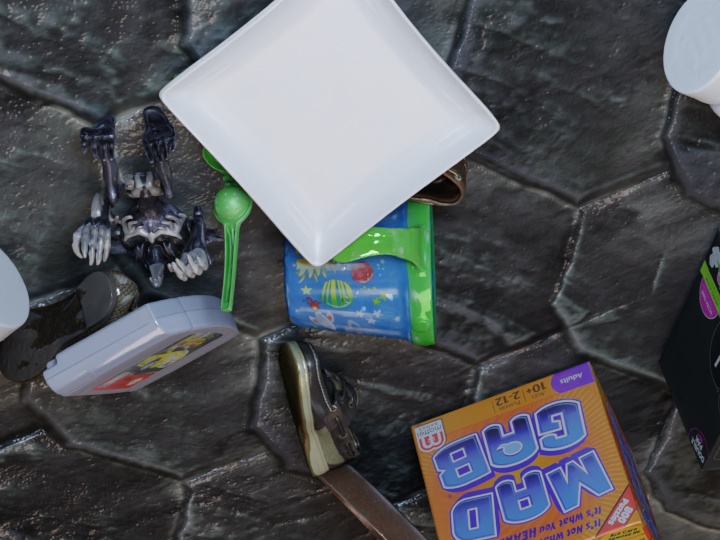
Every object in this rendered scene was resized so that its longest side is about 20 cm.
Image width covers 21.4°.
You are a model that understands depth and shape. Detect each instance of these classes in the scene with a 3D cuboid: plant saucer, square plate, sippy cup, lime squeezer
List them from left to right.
[{"bbox_3d":[-0.113,-0.070,1.584,0.038,0.071,0.201,-8,101,7],"label":"lime squeezer"},{"bbox_3d":[-0.024,-0.131,1.531,0.198,0.028,0.200,-37,110,15],"label":"square plate"},{"bbox_3d":[0.000,0.000,1.677,0.130,0.140,0.178,-2,130,3],"label":"sippy cup"},{"bbox_3d":[0.032,0.265,1.955,0.034,0.200,0.200,-45,138,-8],"label":"plant saucer"}]

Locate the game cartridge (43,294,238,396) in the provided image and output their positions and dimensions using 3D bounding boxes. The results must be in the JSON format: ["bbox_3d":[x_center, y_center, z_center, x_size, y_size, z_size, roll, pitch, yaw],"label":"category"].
[{"bbox_3d":[-0.184,0.066,1.686,0.133,0.041,0.200,-33,170,12],"label":"game cartridge"}]

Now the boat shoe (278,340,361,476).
[{"bbox_3d":[-0.035,0.128,1.858,0.066,0.072,0.201,-18,142,-8],"label":"boat shoe"}]

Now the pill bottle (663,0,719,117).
[{"bbox_3d":[0.357,-0.164,1.590,0.200,0.110,0.110,15,133,-29],"label":"pill bottle"}]

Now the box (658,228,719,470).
[{"bbox_3d":[0.392,0.077,1.846,0.124,0.149,0.200,-2,139,-15],"label":"box"}]

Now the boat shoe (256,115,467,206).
[{"bbox_3d":[0.003,-0.098,1.598,0.202,0.075,0.075,8,135,-23],"label":"boat shoe"}]

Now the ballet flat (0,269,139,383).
[{"bbox_3d":[-0.257,0.050,1.685,0.046,0.068,0.200,0,157,-43],"label":"ballet flat"}]

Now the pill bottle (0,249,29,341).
[{"bbox_3d":[-0.389,0.056,1.641,0.200,0.114,0.114,-32,136,22],"label":"pill bottle"}]

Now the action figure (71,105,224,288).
[{"bbox_3d":[-0.182,-0.040,1.595,0.118,0.102,0.200,0,140,7],"label":"action figure"}]

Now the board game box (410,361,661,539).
[{"bbox_3d":[0.192,0.255,1.958,0.199,0.200,0.200,-21,139,9],"label":"board game box"}]
